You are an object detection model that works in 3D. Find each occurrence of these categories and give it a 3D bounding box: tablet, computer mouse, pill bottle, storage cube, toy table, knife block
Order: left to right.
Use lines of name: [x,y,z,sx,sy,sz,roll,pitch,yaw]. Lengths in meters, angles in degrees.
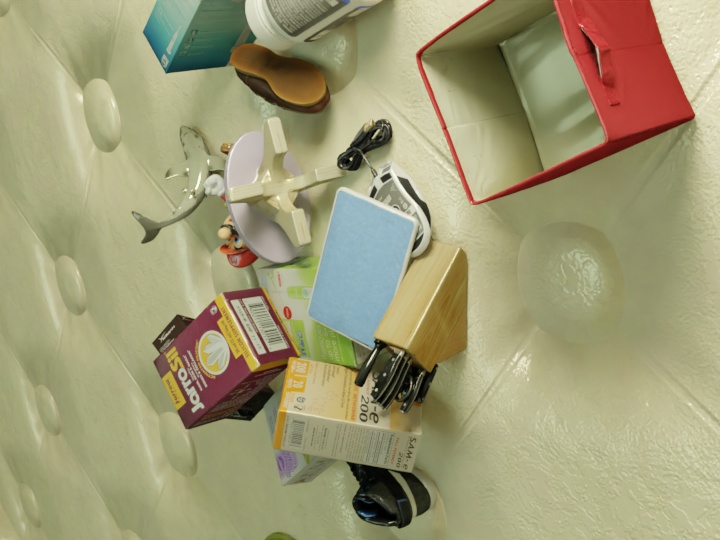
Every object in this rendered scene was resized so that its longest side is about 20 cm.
toy table: [-0.121,-0.117,1.249,0.202,0.183,0.117,64,156,-5]
pill bottle: [-0.060,-0.371,1.118,0.199,0.113,0.115,-13,94,48]
tablet: [0.000,0.000,1.158,0.129,0.014,0.202,25,113,23]
computer mouse: [0.044,-0.107,1.158,0.110,0.044,0.201,-45,65,40]
knife block: [0.062,0.077,1.103,0.064,0.175,0.202,16,115,42]
storage cube: [0.195,-0.188,0.860,0.199,0.179,0.173,-23,87,49]

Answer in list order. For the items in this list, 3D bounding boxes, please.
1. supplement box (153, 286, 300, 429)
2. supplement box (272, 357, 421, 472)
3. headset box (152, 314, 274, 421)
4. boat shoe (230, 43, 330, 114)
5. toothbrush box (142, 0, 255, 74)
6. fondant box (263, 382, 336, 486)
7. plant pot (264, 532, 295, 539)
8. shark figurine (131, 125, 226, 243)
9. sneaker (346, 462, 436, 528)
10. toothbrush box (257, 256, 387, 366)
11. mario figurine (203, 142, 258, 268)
supplement box: [-0.209,0.135,1.313,0.200,0.103,0.132,-42,71,31]
supplement box: [-0.015,0.201,1.196,0.198,0.126,0.074,10,120,-3]
headset box: [-0.251,0.181,1.492,0.075,0.148,0.200,-47,65,8]
boat shoe: [-0.111,-0.275,1.252,0.200,0.070,0.070,37,166,36]
toothbrush box: [-0.214,-0.394,1.253,0.086,0.146,0.200,59,138,12]
fondant box: [-0.086,0.248,1.375,0.200,0.058,0.146,-51,49,51]
plant pot: [-0.191,0.621,1.570,0.199,0.183,0.203,20,118,42]
shark figurine: [-0.296,-0.132,1.474,0.127,0.216,0.090,20,165,9]
sneaker: [0.010,0.316,1.294,0.199,0.111,0.074,26,121,39]
toothbrush box: [-0.057,0.058,1.293,0.199,0.086,0.147,2,104,48]
mario figurine: [-0.201,-0.103,1.371,0.123,0.105,0.202,-132,43,-75]
